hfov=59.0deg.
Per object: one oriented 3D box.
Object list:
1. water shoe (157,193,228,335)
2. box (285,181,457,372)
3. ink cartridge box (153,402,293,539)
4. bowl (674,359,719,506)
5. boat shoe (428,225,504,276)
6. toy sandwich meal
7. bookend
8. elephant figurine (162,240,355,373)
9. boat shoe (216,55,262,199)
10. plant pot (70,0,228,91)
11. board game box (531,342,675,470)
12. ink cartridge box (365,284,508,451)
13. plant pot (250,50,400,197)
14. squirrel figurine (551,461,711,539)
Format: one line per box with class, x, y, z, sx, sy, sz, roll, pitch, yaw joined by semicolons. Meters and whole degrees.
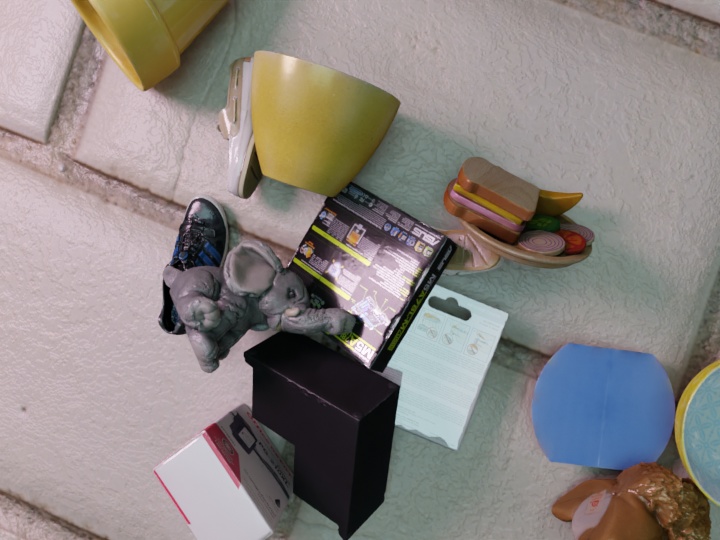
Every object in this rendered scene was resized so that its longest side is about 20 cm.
water shoe;-0.235;-0.008;0.897;0.070;0.079;0.204;9;90;4
box;0.000;0.000;0.855;0.199;0.047;0.195;32;94;32
ink cartridge box;-0.166;0.269;0.832;0.084;0.200;0.146;-35;87;1
bowl;0.492;0.201;0.822;0.196;0.108;0.204;0;90;4
boat shoe;0.100;-0.023;0.876;0.197;0.069;0.072;10;81;26
toy sandwich meal;0.206;-0.079;0.812;0.202;0.206;0.071;17;121;4
bookend;-0.059;0.216;0.863;0.197;0.092;0.203;22;121;31
elephant figurine;-0.133;0.036;0.823;0.197;0.141;0.158;-24;101;-16
boat shoe;-0.165;-0.202;0.900;0.067;0.075;0.204;9;80;6
plant pot;-0.280;-0.381;0.856;0.188;0.201;0.201;-40;87;-13
board game box;0.326;0.184;0.872;0.196;0.039;0.161;7;89;-3
ink cartridge box;0.096;0.126;0.887;0.160;0.057;0.203;21;88;5
plant pot;-0.061;-0.179;0.831;0.197;0.200;0.145;18;98;4
squirrel figurine;0.376;0.356;0.820;0.200;0.142;0.187;-44;94;7
